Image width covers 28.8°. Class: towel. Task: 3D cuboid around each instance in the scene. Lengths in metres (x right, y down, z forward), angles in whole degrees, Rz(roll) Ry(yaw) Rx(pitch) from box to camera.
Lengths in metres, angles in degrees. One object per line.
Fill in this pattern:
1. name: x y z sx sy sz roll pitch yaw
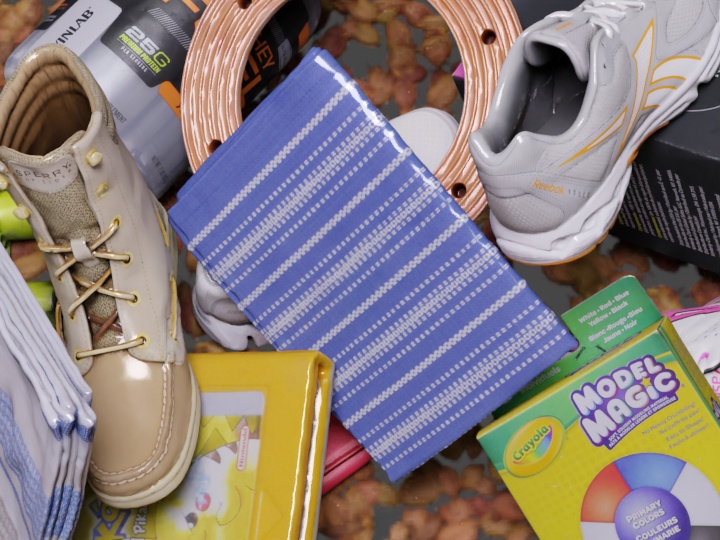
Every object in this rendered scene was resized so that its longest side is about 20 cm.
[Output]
1. towel: -0.184 0.090 0.712 0.024 0.201 0.147 -12 49 -34
2. towel: 0.000 0.000 0.734 0.200 0.145 0.024 49 33 1

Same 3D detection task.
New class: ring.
1. ring: -0.004 -0.096 0.771 0.198 0.019 0.203 -1 85 16

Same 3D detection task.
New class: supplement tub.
1. supplement tub: -0.108 -0.147 0.855 0.122 0.123 0.200 37 75 15

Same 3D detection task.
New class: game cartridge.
1. game cartridge: -0.114 0.132 0.753 0.198 0.032 0.178 -3 71 26

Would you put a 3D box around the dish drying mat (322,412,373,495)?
1. dish drying mat: -0.069 0.116 0.806 0.199 0.018 0.077 -35 68 -10

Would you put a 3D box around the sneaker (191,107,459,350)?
1. sneaker: -0.016 -0.033 0.830 0.199 0.081 0.075 -39 70 -13

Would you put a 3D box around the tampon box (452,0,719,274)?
1. tampon box: 0.183 -0.103 0.789 0.199 0.127 0.151 23 69 34

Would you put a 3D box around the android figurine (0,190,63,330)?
1. android figurine: -0.279 -0.003 0.853 0.197 0.041 0.184 -1 69 1

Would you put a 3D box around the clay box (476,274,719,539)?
1. clay box: 0.147 0.116 0.728 0.114 0.048 0.201 -34 88 21

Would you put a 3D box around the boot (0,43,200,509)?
1. boot: -0.134 0.002 0.705 0.072 0.156 0.202 -10 53 5

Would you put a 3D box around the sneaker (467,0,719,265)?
1. sneaker: 0.118 -0.104 0.680 0.075 0.092 0.201 16 66 34

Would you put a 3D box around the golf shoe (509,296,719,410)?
1. golf shoe: 0.172 0.056 0.773 0.198 0.092 0.073 -21 93 -3
